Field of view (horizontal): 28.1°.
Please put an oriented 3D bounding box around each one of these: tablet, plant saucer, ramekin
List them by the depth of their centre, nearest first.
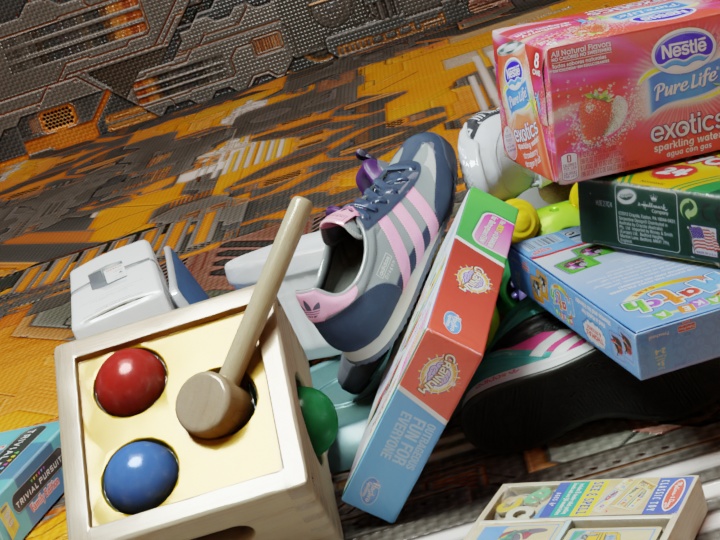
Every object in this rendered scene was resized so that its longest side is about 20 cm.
[{"bbox_3d":[-0.006,0.104,1.147,0.198,0.028,0.200,-18,16,5],"label":"plant saucer"},{"bbox_3d":[-0.013,0.014,1.278,0.200,0.095,0.202,-15,6,2],"label":"ramekin"},{"bbox_3d":[-0.134,0.048,1.283,0.014,0.131,0.200,-36,15,-1],"label":"tablet"}]

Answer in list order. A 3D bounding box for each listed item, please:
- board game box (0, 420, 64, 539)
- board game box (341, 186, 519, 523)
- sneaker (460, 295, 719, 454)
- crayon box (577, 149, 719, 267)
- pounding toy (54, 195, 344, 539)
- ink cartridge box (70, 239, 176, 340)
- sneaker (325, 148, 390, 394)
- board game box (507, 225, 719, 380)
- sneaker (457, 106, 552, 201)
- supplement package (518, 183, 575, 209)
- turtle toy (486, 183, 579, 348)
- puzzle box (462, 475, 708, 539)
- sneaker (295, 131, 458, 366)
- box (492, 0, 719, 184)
[{"bbox_3d":[-0.348,0.192,1.200,0.198,0.047,0.151,-13,17,19],"label":"board game box"},{"bbox_3d":[0.051,0.054,0.998,0.040,0.154,0.201,24,32,-1],"label":"board game box"},{"bbox_3d":[0.169,0.058,1.015,0.198,0.084,0.121,-15,26,16],"label":"sneaker"},{"bbox_3d":[0.261,-0.064,1.001,0.199,0.051,0.126,-23,23,-38],"label":"crayon box"},{"bbox_3d":[-0.095,0.088,0.942,0.198,0.143,0.186,-17,53,4],"label":"pounding toy"},{"bbox_3d":[-0.186,0.070,1.238,0.084,0.147,0.200,-22,16,-5],"label":"ink cartridge box"},{"bbox_3d":[0.000,0.000,1.142,0.075,0.087,0.202,118,174,-61],"label":"sneaker"},{"bbox_3d":[0.205,0.005,0.966,0.150,0.037,0.200,-15,20,-13],"label":"board game box"},{"bbox_3d":[0.160,-0.111,1.170,0.114,0.076,0.200,-12,14,33],"label":"sneaker"},{"bbox_3d":[0.240,-0.069,1.281,0.198,0.115,0.109,-8,20,38],"label":"supplement package"},{"bbox_3d":[0.132,0.001,1.178,0.198,0.102,0.146,-19,-8,-16],"label":"turtle toy"},{"bbox_3d":[0.103,0.176,0.793,0.132,0.026,0.200,-8,19,31],"label":"puzzle box"},{"bbox_3d":[0.014,-0.035,1.067,0.070,0.082,0.202,-11,49,43],"label":"sneaker"},{"bbox_3d":[0.201,-0.133,0.996,0.198,0.097,0.100,-13,19,-13],"label":"box"}]
